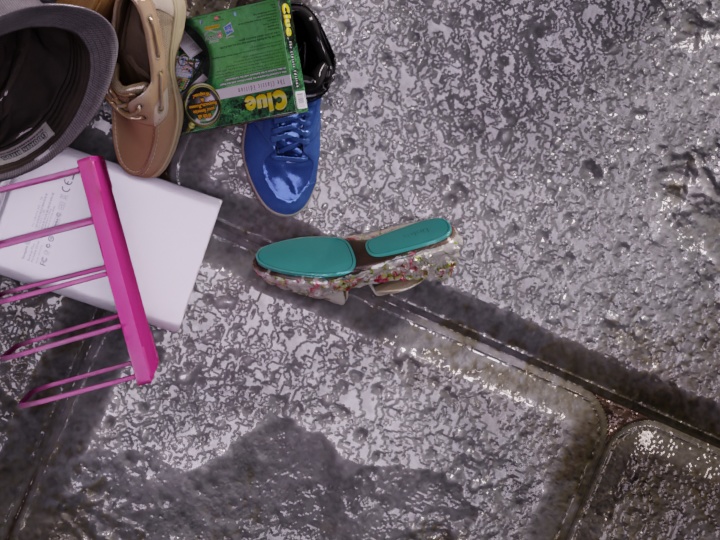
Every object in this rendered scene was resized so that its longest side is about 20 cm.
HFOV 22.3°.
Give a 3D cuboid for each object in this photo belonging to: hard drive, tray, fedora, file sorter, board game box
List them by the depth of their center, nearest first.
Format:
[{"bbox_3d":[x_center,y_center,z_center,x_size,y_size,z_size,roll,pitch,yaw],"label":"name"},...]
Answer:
[{"bbox_3d":[-0.305,-0.171,1.546,0.176,0.090,0.200,-9,138,-38],"label":"fedora"},{"bbox_3d":[-0.226,-0.245,1.605,0.037,0.099,0.200,39,125,5],"label":"tray"},{"bbox_3d":[-0.267,0.011,1.620,0.125,0.139,0.201,-15,95,-3],"label":"file sorter"},{"bbox_3d":[-0.141,-0.178,1.650,0.199,0.023,0.105,-6,93,32],"label":"board game box"},{"bbox_3d":[-0.244,-0.036,1.701,0.199,0.025,0.132,19,90,-8],"label":"hard drive"}]

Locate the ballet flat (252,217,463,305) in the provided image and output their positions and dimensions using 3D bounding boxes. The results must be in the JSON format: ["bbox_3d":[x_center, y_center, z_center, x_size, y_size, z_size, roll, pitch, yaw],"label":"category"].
[{"bbox_3d":[0.000,0.000,1.718,0.199,0.076,0.064,-8,127,-2],"label":"ballet flat"}]

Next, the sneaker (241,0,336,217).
[{"bbox_3d":[-0.067,-0.149,1.676,0.076,0.111,0.201,4,92,-8],"label":"sneaker"}]

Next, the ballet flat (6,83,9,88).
[{"bbox_3d":[-0.348,-0.192,1.615,0.057,0.200,0.067,-43,57,14],"label":"ballet flat"}]

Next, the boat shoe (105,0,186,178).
[{"bbox_3d":[-0.202,-0.167,1.625,0.071,0.064,0.201,21,124,23],"label":"boat shoe"}]
